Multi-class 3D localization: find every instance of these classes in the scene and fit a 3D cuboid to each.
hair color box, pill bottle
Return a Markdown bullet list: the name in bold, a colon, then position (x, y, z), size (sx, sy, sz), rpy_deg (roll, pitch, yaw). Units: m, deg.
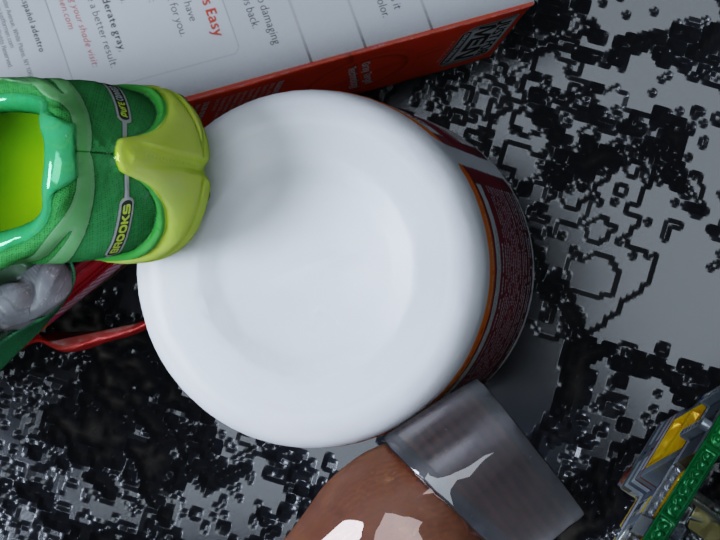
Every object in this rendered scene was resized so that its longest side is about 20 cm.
- **hair color box**: position (-0.051, -0.103, 0.946), size (0.200, 0.061, 0.102), rpy_deg (-16, 79, -17)
- **pill bottle**: position (0.000, 0.000, 0.926), size (0.113, 0.200, 0.113), rpy_deg (0, 89, 10)

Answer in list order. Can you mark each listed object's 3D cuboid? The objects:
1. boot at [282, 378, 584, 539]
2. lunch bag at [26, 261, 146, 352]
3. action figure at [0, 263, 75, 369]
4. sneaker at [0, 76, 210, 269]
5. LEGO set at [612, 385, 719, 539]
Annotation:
- **boot**: position (0.011, 0.163, 0.823), size (0.200, 0.068, 0.188), rpy_deg (-38, 100, -2)
- **lunch bag**: position (-0.137, -0.044, 1.015), size (0.200, 0.082, 0.176), rpy_deg (-41, 88, 5)
- **action figure**: position (-0.168, 0.021, 0.928), size (0.200, 0.055, 0.118), rpy_deg (-36, 58, -22)
- **sneaker**: position (-0.141, -0.029, 0.843), size (0.200, 0.084, 0.074), rpy_deg (-10, 78, 35)
- **LEGO set**: position (0.145, 0.134, 0.938), size (0.200, 0.116, 0.154), rpy_deg (26, 73, -4)
